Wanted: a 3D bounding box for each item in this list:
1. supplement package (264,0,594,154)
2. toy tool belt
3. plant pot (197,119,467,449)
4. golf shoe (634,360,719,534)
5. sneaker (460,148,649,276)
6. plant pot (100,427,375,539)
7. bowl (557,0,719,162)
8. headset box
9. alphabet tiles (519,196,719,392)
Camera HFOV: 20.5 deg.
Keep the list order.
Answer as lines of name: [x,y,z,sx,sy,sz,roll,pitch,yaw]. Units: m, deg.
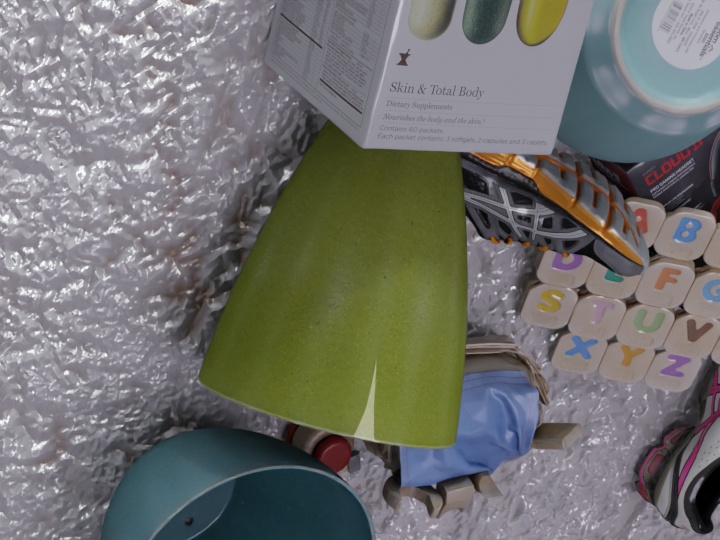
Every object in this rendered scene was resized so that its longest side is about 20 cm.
supplement package: [0.053,-0.197,1.295,0.151,0.151,0.201,0,116,-31]
toy tool belt: [0.057,0.126,1.502,0.199,0.123,0.126,-18,124,-21]
plant pot: [0.000,0.000,1.379,0.186,0.187,0.201,11,95,-35]
golf shoe: [0.323,0.134,1.692,0.072,0.092,0.201,28,99,-38]
sneaker: [0.121,-0.049,1.447,0.199,0.078,0.077,32,113,-5]
plant pot: [-0.107,0.193,1.432,0.199,0.135,0.201,-15,123,-24]
bowl: [0.209,-0.170,1.394,0.199,0.105,0.202,-2,100,-13]
headset box: [0.268,-0.081,1.543,0.148,0.075,0.200,-37,129,-6]
alphabet tiles: [0.229,0.025,1.547,0.199,0.015,0.196,12,135,-7]
